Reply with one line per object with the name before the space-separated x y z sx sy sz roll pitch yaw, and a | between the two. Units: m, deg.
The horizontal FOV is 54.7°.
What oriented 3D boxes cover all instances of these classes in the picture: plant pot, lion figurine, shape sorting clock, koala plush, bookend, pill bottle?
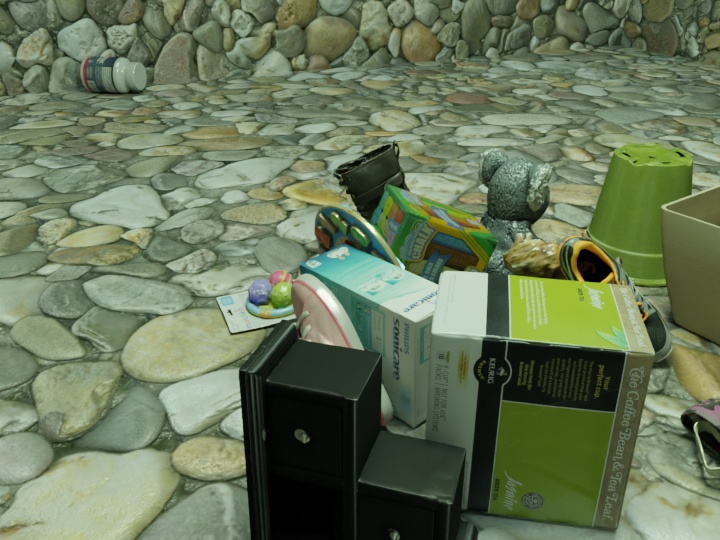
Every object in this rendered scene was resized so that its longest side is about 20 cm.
plant pot | 0.470 -0.104 1.161 0.197 0.193 0.201 -1 26 0
lion figurine | 0.312 0.001 1.051 0.122 0.199 0.073 -29 42 35
shape sorting clock | 0.000 0.000 0.951 0.039 0.202 0.199 -31 37 -22
koala plush | 0.249 -0.088 1.118 0.181 0.203 0.177 -13 29 -23
bookend | 0.007 0.166 0.607 0.197 0.202 0.092 8 25 15
plant pot | 0.539 0.003 0.955 0.198 0.180 0.199 -17 30 -30
pill bottle | -0.850 -0.675 2.407 0.197 0.121 0.120 6 27 11

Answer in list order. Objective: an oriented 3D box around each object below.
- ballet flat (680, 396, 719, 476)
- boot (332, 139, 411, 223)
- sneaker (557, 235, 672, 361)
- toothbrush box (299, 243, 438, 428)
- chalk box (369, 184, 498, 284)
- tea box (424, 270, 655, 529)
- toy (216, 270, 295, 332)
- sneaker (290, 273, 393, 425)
ballet flat | 0.390 0.200 0.703 0.070 0.070 0.200 -19 23 2
boot | 0.008 -0.096 1.107 0.199 0.175 0.070 -33 31 9
sneaker | 0.333 0.038 0.921 0.201 0.078 0.077 50 6 12
toothbrush box | 0.021 0.074 0.855 0.085 0.148 0.199 -26 37 -38
chalk box | 0.078 -0.041 1.037 0.197 0.125 0.125 17 21 -21
tea box | 0.165 0.124 0.691 0.193 0.203 0.134 6 26 10
toy | -0.113 0.029 1.057 0.197 0.048 0.115 -10 26 -20
sneaker | -0.053 0.104 0.795 0.104 0.075 0.202 -24 75 -24
